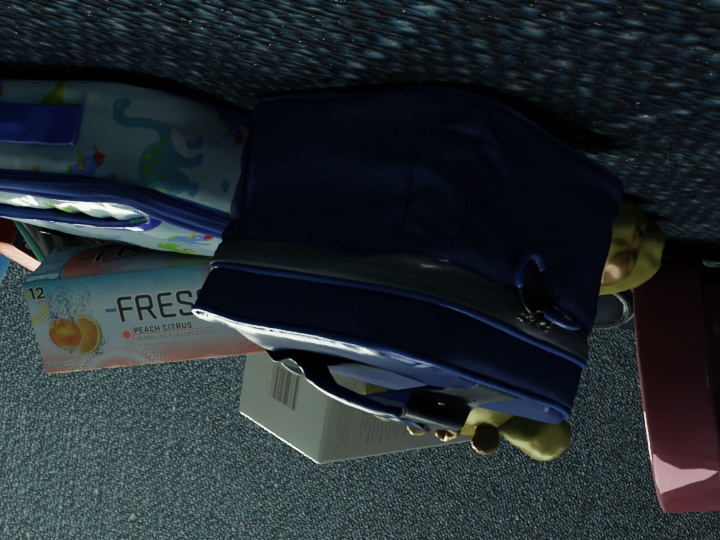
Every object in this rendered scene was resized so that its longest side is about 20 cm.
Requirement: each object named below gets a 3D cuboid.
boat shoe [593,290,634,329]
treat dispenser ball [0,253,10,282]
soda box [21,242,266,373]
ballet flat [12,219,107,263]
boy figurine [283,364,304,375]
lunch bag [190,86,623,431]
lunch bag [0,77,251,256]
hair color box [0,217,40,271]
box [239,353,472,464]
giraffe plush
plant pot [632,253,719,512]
[{"bbox_3d":[0.139,0.022,0.813,0.197,0.071,0.091,17,-148,-15],"label":"boat shoe"},{"bbox_3d":[-0.454,-0.037,1.040,0.197,0.204,0.201,10,178,0],"label":"treat dispenser ball"},{"bbox_3d":[-0.116,0.017,0.684,0.197,0.069,0.064,-6,-158,6],"label":"soda box"},{"bbox_3d":[-0.231,-0.063,0.723,0.073,0.073,0.201,8,138,50],"label":"ballet flat"},{"bbox_3d":[0.000,0.000,0.809,0.064,0.125,0.200,41,-143,2],"label":"boy figurine"},{"bbox_3d":[0.023,0.003,0.485,0.135,0.134,0.199,22,171,-38],"label":"lunch bag"},{"bbox_3d":[-0.150,-0.061,0.608,0.198,0.084,0.160,8,174,32],"label":"lunch bag"},{"bbox_3d":[-0.283,-0.031,1.061,0.061,0.103,0.200,8,161,35],"label":"hair color box"},{"bbox_3d":[0.011,0.094,0.919,0.198,0.099,0.124,1,-166,-41],"label":"box"},{"bbox_3d":[0.088,0.031,0.657,0.171,0.165,0.198,8,178,44],"label":"giraffe plush"},{"bbox_3d":[0.313,0.081,0.798,0.176,0.204,0.200,-7,171,21],"label":"plant pot"}]
